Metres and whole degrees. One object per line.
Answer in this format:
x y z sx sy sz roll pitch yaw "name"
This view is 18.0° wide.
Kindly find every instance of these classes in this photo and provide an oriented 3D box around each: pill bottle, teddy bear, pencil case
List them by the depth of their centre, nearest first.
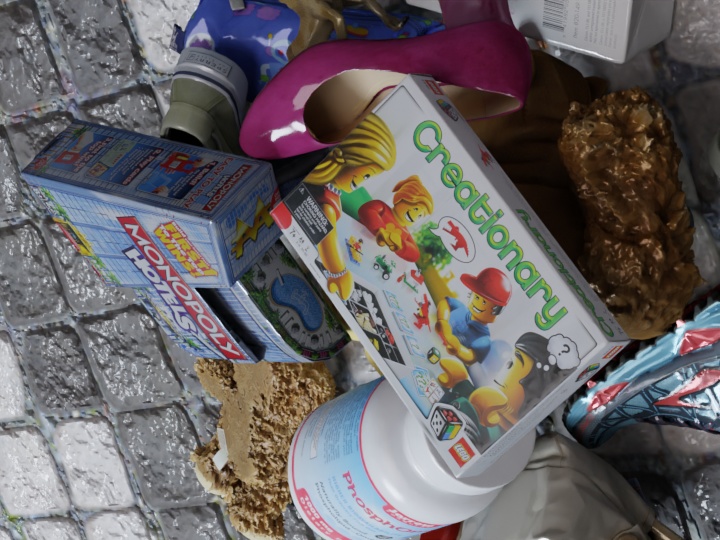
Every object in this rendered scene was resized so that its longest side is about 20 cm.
-0.026 -0.144 1.516 0.199 0.078 0.087 15 136 29 "pencil case"
0.035 0.121 1.519 0.109 0.109 0.200 58 152 -1 "pill bottle"
-0.069 0.117 1.689 0.145 0.067 0.201 35 131 41 "teddy bear"

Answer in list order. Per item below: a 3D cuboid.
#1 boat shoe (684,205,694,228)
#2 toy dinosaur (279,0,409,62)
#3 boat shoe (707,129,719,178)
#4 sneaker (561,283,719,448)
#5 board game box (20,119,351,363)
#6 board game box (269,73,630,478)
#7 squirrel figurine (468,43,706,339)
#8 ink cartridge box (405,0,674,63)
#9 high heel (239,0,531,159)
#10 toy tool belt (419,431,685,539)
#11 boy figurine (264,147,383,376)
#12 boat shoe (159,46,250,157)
0.150 0.012 1.487 0.063 0.073 0.200 27 134 -33 "boat shoe"
-0.022 -0.200 1.408 0.101 0.058 0.201 11 111 33 "toy dinosaur"
0.294 -0.034 1.334 0.202 0.072 0.060 42 135 18 "boat shoe"
0.211 0.078 1.441 0.200 0.079 0.096 -39 83 41 "sneaker"
-0.103 -0.010 1.501 0.199 0.062 0.200 0 131 55 "board game box"
0.049 0.002 1.315 0.126 0.035 0.200 -44 71 23 "board game box"
0.128 -0.049 1.384 0.199 0.141 0.188 -13 63 46 "squirrel figurine"
0.095 -0.213 1.400 0.199 0.067 0.117 20 121 27 "ink cartridge box"
0.011 -0.098 1.373 0.199 0.096 0.067 -30 135 23 "high heel"
0.134 0.189 1.527 0.122 0.125 0.200 25 156 -18 "toy tool belt"
0.000 0.000 1.548 0.064 0.124 0.200 -30 105 12 "boy figurine"
-0.111 -0.084 1.559 0.072 0.062 0.200 23 160 11 "boat shoe"
